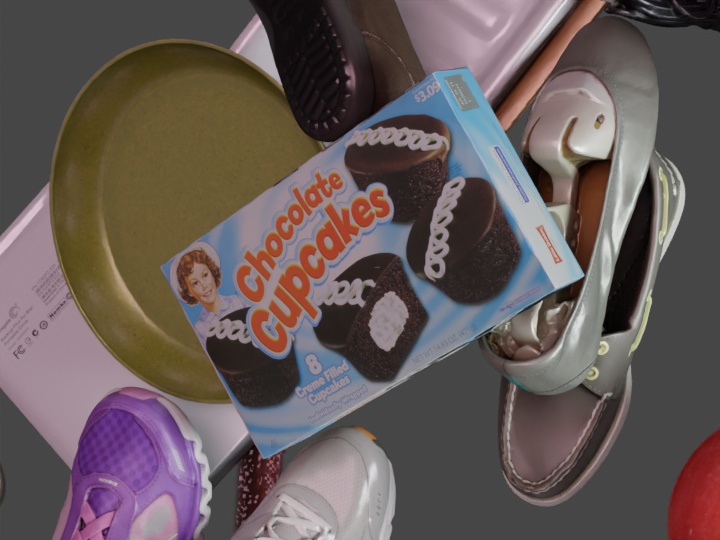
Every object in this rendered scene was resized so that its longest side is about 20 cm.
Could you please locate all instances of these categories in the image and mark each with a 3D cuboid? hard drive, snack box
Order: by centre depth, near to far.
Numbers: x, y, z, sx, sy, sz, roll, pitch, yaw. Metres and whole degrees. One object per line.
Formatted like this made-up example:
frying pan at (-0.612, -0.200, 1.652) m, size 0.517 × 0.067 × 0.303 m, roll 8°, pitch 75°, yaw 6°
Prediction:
snack box at (0.000, 0.000, 0.833) m, size 0.200 × 0.037 × 0.116 m, roll -33°, pitch 82°, yaw 34°
hard drive at (-0.144, 0.045, 0.990) m, size 0.132 × 0.026 × 0.200 m, roll -47°, pitch 71°, yaw 6°

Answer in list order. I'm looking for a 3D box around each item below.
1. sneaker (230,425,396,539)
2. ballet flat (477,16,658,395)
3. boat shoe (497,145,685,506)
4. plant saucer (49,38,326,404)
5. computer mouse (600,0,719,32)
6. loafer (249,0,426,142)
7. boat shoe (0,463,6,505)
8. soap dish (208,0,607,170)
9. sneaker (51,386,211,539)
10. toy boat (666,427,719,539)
sneaker at (-0.053, 0.169, 0.903) m, size 0.076 × 0.092 × 0.200 m, roll 31°, pitch 85°, yaw 20°
ballet flat at (0.103, -0.038, 0.842) m, size 0.067 × 0.064 × 0.200 m, roll 6°, pitch 81°, yaw 36°
boat shoe at (0.116, 0.026, 0.892) m, size 0.072 × 0.060 × 0.202 m, roll 18°, pitch 87°, yaw 20°
plant saucer at (-0.085, -0.027, 0.921) m, size 0.200 × 0.031 × 0.200 m, roll 8°, pitch 105°, yaw 31°
computer mouse at (0.150, -0.206, 0.902) m, size 0.053 × 0.138 × 0.200 m, roll -35°, pitch 62°, yaw 48°
loafer at (-0.017, -0.151, 0.882) m, size 0.073 × 0.071 × 0.200 m, roll -38°, pitch 58°, yaw 44°
boat shoe at (-0.279, 0.066, 1.012) m, size 0.075 × 0.062 × 0.200 m, roll -34°, pitch 71°, yaw 12°
soap dish at (0.029, -0.124, 0.932) m, size 0.157 × 0.081 × 0.200 m, roll 39°, pitch 94°, yaw 19°
sneaker at (-0.142, 0.163, 0.915) m, size 0.080 × 0.088 × 0.200 m, roll 18°, pitch 104°, yaw 21°
toy boat at (0.226, 0.157, 0.798) m, size 0.130 × 0.131 × 0.200 m, roll -31°, pitch 74°, yaw 11°
